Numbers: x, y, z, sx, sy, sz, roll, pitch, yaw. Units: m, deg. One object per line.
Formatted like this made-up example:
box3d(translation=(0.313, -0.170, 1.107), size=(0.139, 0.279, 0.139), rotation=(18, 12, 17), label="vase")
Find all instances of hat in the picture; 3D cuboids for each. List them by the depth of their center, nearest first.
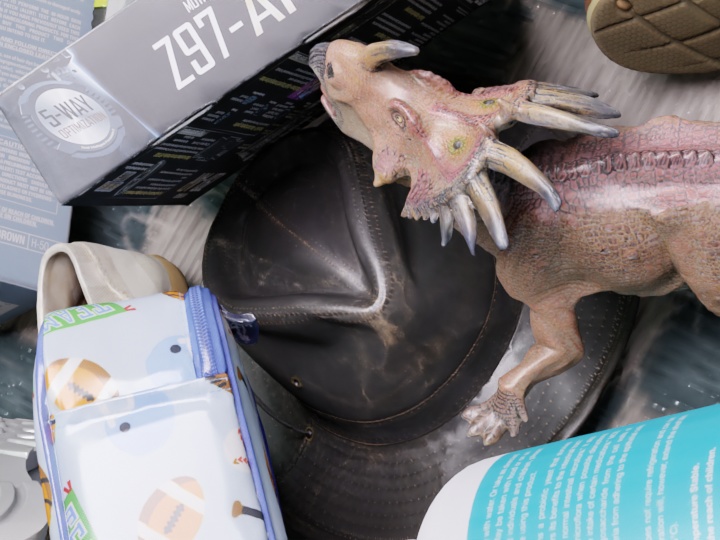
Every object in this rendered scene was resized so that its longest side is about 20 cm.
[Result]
box3d(translation=(0.000, 0.000, 0.933), size=(0.200, 0.081, 0.201), rotation=(-16, 58, 27), label="hat")

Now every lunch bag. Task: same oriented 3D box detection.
box3d(translation=(-0.055, 0.104, 0.854), size=(0.075, 0.160, 0.201), rotation=(-11, 75, -1), label="lunch bag")

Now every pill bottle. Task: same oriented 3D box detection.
box3d(translation=(0.092, 0.102, 0.793), size=(0.199, 0.111, 0.111), rotation=(-15, 59, 28), label="pill bottle")

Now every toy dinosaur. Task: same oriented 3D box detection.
box3d(translation=(0.089, -0.023, 0.827), size=(0.199, 0.136, 0.086), rotation=(-7, 52, 0), label="toy dinosaur")

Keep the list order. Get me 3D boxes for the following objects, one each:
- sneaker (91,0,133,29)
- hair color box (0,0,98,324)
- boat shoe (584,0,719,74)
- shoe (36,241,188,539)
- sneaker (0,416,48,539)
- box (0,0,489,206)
box3d(translation=(-0.060, -0.148, 1.069), size=(0.076, 0.075, 0.201), rotation=(-5, 74, 25), label="sneaker")
box3d(translation=(-0.158, -0.080, 1.069), size=(0.099, 0.060, 0.201), rotation=(-23, 57, 55), label="hair color box")
box3d(translation=(0.167, -0.136, 0.896), size=(0.200, 0.072, 0.068), rotation=(-28, 48, 14), label="boat shoe")
box3d(translation=(-0.103, 0.083, 0.977), size=(0.070, 0.053, 0.201), rotation=(-15, 64, 32), label="shoe")
box3d(translation=(-0.143, 0.100, 0.896), size=(0.076, 0.200, 0.081), rotation=(0, 102, -5), label="sneaker")
box3d(translation=(-0.029, -0.083, 0.909), size=(0.160, 0.200, 0.044), rotation=(-33, 87, 8), label="box")
